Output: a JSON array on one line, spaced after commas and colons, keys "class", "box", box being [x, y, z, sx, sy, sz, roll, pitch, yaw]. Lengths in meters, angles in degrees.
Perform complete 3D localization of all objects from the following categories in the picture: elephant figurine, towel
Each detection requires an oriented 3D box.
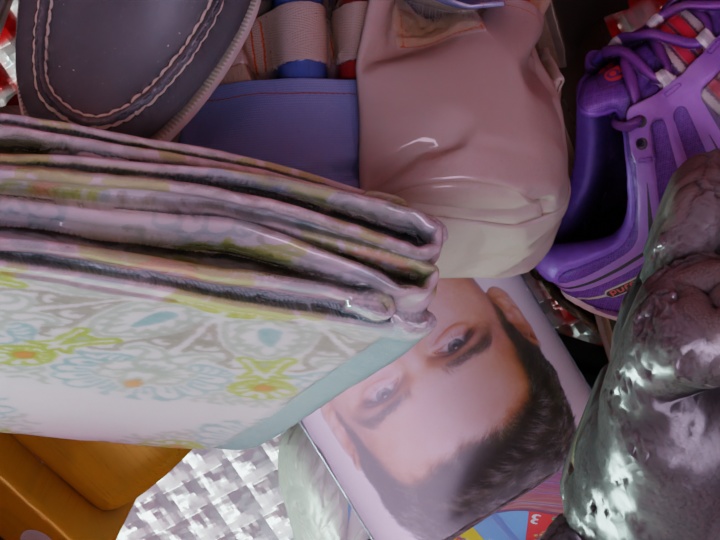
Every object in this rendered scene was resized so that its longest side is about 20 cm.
[{"class": "elephant figurine", "box": [0.174, 0.053, 0.678, 0.199, 0.142, 0.156, 20, 138, 4]}, {"class": "towel", "box": [-0.084, 0.011, 0.672, 0.170, 0.048, 0.200, 10, 158, -22]}]

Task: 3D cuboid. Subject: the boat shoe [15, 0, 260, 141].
[{"class": "boat shoe", "box": [-0.051, -0.127, 0.631, 0.072, 0.062, 0.201, 22, 77, 5]}]

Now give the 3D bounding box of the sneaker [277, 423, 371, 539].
[{"class": "sneaker", "box": [0.003, 0.142, 0.917, 0.072, 0.072, 0.201, -13, 126, -22]}]

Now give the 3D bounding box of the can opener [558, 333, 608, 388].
[{"class": "can opener", "box": [0.078, 0.031, 0.869, 0.199, 0.053, 0.067, 16, 117, -9]}]

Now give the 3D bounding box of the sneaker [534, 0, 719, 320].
[{"class": "sneaker", "box": [0.120, -0.070, 0.741, 0.083, 0.081, 0.201, 15, 110, -26]}]

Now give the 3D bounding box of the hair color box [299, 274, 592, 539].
[{"class": "hair color box", "box": [0.000, 0.000, 0.806, 0.099, 0.061, 0.201, -32, 95, -2]}]

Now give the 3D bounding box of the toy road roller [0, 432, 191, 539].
[{"class": "toy road roller", "box": [-0.131, 0.066, 0.806, 0.146, 0.200, 0.123, -30, 114, 38]}]

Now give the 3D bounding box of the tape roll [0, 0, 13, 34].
[{"class": "tape roll", "box": [-0.149, -0.105, 0.719, 0.070, 0.203, 0.203, 20, 115, -11]}]

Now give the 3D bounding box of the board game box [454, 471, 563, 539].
[{"class": "board game box", "box": [0.093, 0.151, 0.849, 0.199, 0.039, 0.158, -30, 120, 20]}]

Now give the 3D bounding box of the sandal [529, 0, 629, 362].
[{"class": "sandal", "box": [0.074, -0.042, 0.839, 0.069, 0.078, 0.213, -2, 113, 36]}]

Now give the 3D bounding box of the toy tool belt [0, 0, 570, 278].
[{"class": "toy tool belt", "box": [-0.026, -0.067, 0.722, 0.199, 0.124, 0.125, 3, 159, -6]}]
